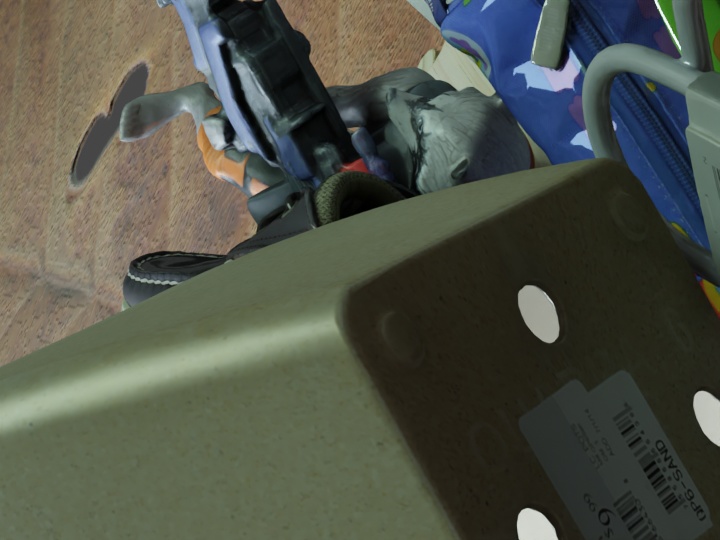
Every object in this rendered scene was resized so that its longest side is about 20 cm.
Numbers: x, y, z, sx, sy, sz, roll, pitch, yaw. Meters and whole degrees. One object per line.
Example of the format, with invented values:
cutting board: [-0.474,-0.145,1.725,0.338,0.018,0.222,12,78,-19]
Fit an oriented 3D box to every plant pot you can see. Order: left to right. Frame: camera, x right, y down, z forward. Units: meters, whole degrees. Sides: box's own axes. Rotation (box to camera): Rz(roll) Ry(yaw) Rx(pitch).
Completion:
plant pot: [0.003,0.081,0.692,0.177,0.200,0.200,-31,-3,36]

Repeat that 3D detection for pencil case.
pencil case: [0.101,-0.023,0.881,0.078,0.200,0.087,-33,-14,10]

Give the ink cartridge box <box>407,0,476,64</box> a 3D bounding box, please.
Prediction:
ink cartridge box: [0.108,-0.095,0.977,0.200,0.067,0.116,46,117,39]

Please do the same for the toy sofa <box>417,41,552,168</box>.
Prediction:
toy sofa: [0.073,-0.021,1.082,0.098,0.083,0.200,-58,23,16]

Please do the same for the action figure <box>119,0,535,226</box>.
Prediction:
action figure: [-0.009,-0.050,1.017,0.104,0.200,0.193,-33,16,-28]

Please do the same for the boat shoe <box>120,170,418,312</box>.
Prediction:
boat shoe: [0.000,0.000,0.912,0.200,0.072,0.065,5,103,45]

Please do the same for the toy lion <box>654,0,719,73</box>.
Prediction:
toy lion: [0.157,-0.113,0.716,0.200,0.192,0.069,-17,36,28]

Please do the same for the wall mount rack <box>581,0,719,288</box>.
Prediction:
wall mount rack: [0.143,0.006,0.667,0.074,0.174,0.200,-32,38,-19]
